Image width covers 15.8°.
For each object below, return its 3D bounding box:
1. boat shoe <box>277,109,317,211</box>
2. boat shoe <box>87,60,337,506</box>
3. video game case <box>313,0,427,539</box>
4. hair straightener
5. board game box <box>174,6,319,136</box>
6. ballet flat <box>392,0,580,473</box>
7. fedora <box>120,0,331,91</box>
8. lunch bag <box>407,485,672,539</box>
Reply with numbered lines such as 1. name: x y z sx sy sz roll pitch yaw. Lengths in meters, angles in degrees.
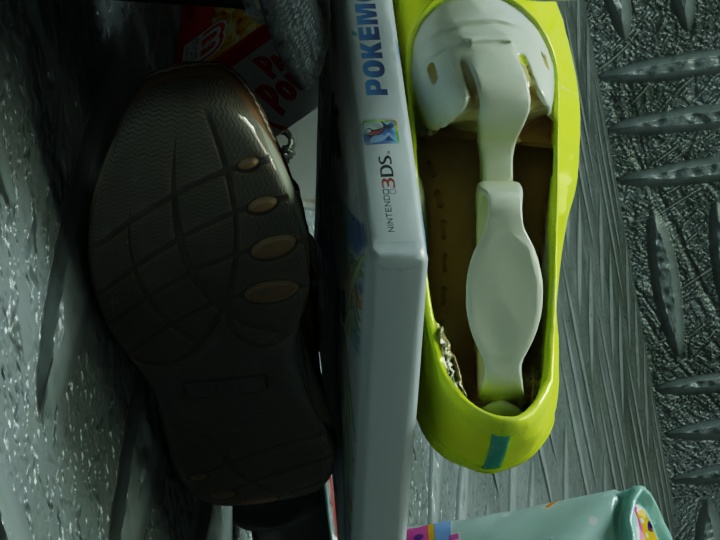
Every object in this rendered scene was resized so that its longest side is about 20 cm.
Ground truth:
1. boat shoe: 0.013 -0.101 1.079 0.200 0.071 0.069 -57 -171 24
2. boat shoe: -0.049 -0.002 0.887 0.201 0.075 0.072 86 3 -48
3. video game case: 0.000 0.000 0.923 0.201 0.022 0.183 94 -7 -46
4. hair straightener: -0.035 0.017 1.025 0.077 0.041 0.201 70 16 -54
5. board game box: 0.017 -0.152 1.009 0.046 0.200 0.152 41 31 -28
6. ballet flat: 0.045 -0.032 0.884 0.067 0.066 0.201 102 -13 -78
7. fedora: -0.066 -0.141 0.813 0.201 0.091 0.202 -8 90 -87
8. lunch bag: 0.053 0.203 1.018 0.122 0.169 0.201 55 28 -54
